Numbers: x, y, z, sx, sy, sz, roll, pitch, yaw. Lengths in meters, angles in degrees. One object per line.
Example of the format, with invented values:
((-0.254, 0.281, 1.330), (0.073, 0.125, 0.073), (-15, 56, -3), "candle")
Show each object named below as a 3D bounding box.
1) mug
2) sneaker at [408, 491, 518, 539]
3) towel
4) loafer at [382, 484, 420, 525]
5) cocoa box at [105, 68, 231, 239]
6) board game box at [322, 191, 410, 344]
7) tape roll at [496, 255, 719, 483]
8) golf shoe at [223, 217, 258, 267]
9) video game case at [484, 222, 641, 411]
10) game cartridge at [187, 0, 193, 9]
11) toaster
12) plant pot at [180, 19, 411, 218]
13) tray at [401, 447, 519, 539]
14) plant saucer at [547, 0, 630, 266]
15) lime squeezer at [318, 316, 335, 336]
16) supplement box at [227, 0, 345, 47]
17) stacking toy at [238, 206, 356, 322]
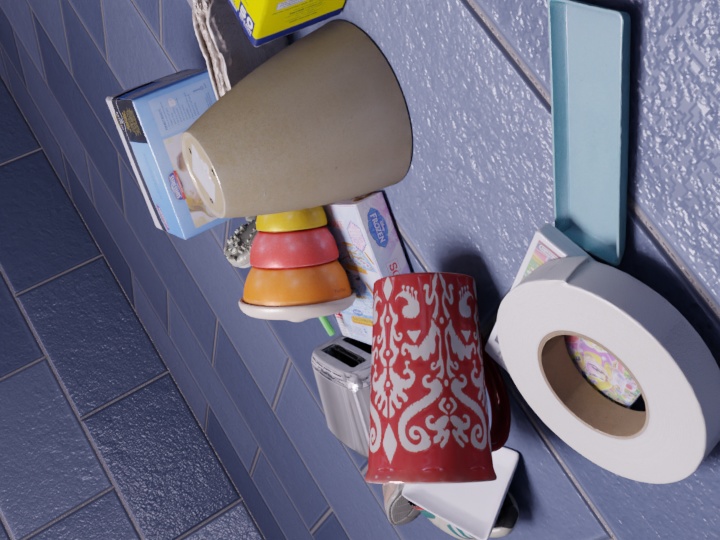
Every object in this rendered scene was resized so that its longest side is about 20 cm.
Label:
((0.075, 0.114, 0.877), (0.177, 0.132, 0.203), (23, -117, -67), "mug")
((0.149, 0.312, 1.085), (0.093, 0.071, 0.199), (42, 155, -21), "sneaker")
((-0.122, -0.236, 0.968), (0.034, 0.133, 0.202), (5, 126, 31), "towel")
((0.067, 0.293, 1.232), (0.063, 0.071, 0.202), (-116, 23, -44), "loafer")
((-0.243, -0.165, 1.174), (0.131, 0.132, 0.202), (19, 131, 56), "cocoa box")
((0.000, 0.000, 1.069), (0.199, 0.041, 0.202), (11, 125, 63), "board game box")
((0.198, 0.083, 0.689), (0.202, 0.037, 0.204), (39, 150, 27), "tape roll")
((-0.126, -0.039, 1.183), (0.098, 0.078, 0.200), (57, -159, -17), "golf shoe")
((0.187, 0.065, 0.746), (0.143, 0.018, 0.201), (42, 152, 20), "video game case")
((-0.216, -0.406, 1.100), (0.201, 0.038, 0.130), (60, 161, 7), "game cartridge")
((0.008, 0.163, 1.146), (0.199, 0.113, 0.131), (20, 129, 61), "toaster")
((-0.080, -0.138, 0.887), (0.187, 0.199, 0.189), (47, 153, 32), "plant pot")
((0.124, 0.257, 1.044), (0.022, 0.108, 0.199), (27, 170, -24), "tray")
((0.172, -0.101, 0.626), (0.070, 0.019, 0.202), (37, 145, 47), "plant saucer")
((-0.082, -0.008, 1.140), (0.071, 0.037, 0.202), (57, -165, -67), "lime squeezer")
((-0.065, -0.320, 0.772), (0.110, 0.109, 0.200), (58, 156, 9), "supplement box")
((-0.081, -0.046, 1.026), (0.146, 0.144, 0.203), (11, 106, 62), "stacking toy")
